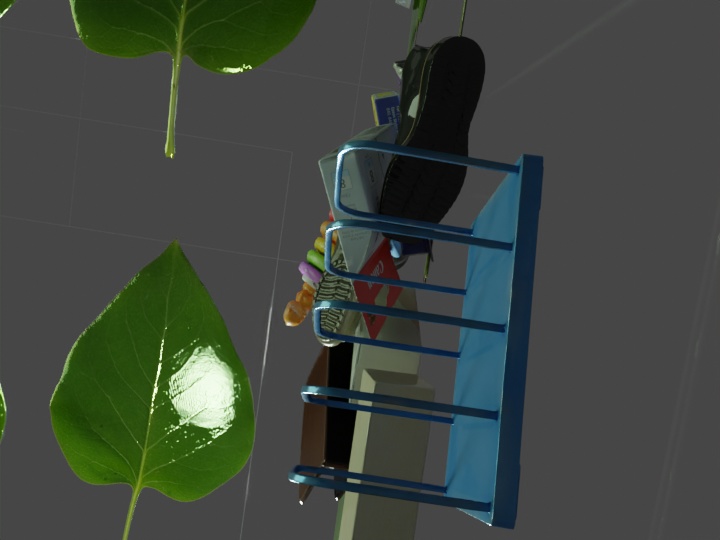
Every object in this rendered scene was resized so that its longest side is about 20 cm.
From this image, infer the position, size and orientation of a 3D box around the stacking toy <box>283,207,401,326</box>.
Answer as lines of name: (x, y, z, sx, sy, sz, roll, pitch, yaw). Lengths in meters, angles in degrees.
stacking toy: (-0.043, -0.003, 0.980, 0.201, 0.109, 0.116, -51, -23, -6)

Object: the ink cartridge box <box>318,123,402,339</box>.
ink cartridge box: (0.023, -0.046, 0.754, 0.160, 0.047, 0.203, -53, -50, -64)

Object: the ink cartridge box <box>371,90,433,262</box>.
ink cartridge box: (0.052, -0.127, 0.888, 0.200, 0.046, 0.201, -80, -20, -74)

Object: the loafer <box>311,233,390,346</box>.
loafer: (0.000, 0.000, 0.853, 0.075, 0.068, 0.203, 11, 81, 48)

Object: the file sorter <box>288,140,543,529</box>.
file sorter: (0.030, 0.040, 0.433, 0.139, 0.121, 0.203, 102, 176, -76)

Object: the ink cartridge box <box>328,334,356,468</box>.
ink cartridge box: (-0.001, 0.238, 1.230, 0.148, 0.084, 0.202, 102, 175, -56)

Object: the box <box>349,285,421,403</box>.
box: (0.031, 0.091, 0.903, 0.200, 0.076, 0.096, -85, 5, -68)

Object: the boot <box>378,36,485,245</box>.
boot: (0.061, -0.138, 0.718, 0.138, 0.076, 0.202, -125, 55, -69)

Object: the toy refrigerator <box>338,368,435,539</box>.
toy refrigerator: (0.026, 0.209, 0.694, 0.076, 0.069, 0.203, -170, 87, -82)

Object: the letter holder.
letter holder: (-0.023, 0.220, 0.978, 0.143, 0.099, 0.202, 118, 159, -44)

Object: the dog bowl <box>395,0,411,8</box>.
dog bowl: (0.172, -1.088, 2.566, 0.200, 0.058, 0.203, -172, 90, -89)

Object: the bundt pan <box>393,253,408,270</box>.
bundt pan: (0.053, -0.090, 1.141, 0.202, 0.075, 0.205, -171, 90, -88)

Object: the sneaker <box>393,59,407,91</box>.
sneaker: (0.080, -0.218, 0.882, 0.201, 0.079, 0.084, -84, -3, -57)
